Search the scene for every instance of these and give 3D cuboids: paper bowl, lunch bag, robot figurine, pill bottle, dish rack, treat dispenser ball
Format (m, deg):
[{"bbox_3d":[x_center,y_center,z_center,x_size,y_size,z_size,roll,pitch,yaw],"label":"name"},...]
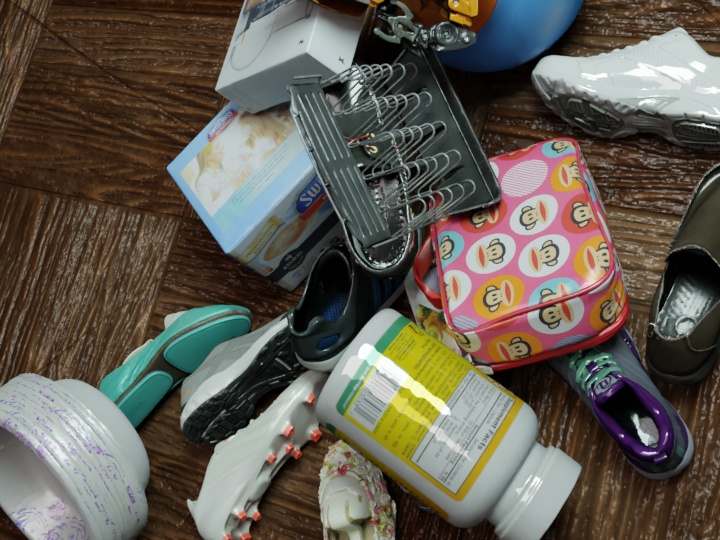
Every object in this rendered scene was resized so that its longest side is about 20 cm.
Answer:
[{"bbox_3d":[-0.290,0.191,0.929,0.198,0.203,0.104,22,43,29],"label":"paper bowl"},{"bbox_3d":[0.129,-0.013,0.806,0.173,0.082,0.202,-19,43,17],"label":"lunch bag"},{"bbox_3d":[0.023,-0.256,0.734,0.196,0.058,0.147,16,103,-12],"label":"robot figurine"},{"bbox_3d":[0.071,0.130,0.745,0.199,0.113,0.114,35,90,11],"label":"pill bottle"},{"bbox_3d":[0.027,-0.100,0.741,0.054,0.199,0.155,-28,87,33],"label":"dish rack"},{"bbox_3d":[0.115,-0.287,0.863,0.197,0.200,0.205,-8,70,23],"label":"treat dispenser ball"}]

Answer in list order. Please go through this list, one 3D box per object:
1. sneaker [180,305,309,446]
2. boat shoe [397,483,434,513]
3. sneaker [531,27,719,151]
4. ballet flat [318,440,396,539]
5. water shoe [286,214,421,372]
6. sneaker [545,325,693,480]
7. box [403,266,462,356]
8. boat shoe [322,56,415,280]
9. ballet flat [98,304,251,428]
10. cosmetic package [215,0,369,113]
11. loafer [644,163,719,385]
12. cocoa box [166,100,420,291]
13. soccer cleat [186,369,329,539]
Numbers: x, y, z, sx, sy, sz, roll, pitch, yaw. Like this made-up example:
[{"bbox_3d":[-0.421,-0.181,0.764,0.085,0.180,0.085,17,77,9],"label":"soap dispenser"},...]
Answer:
[{"bbox_3d":[-0.104,0.084,0.927,0.199,0.074,0.080,-36,42,6],"label":"sneaker"},{"bbox_3d":[0.028,0.124,0.848,0.072,0.072,0.201,-40,62,6],"label":"boat shoe"},{"bbox_3d":[0.255,-0.173,0.841,0.197,0.078,0.101,16,74,20],"label":"sneaker"},{"bbox_3d":[-0.003,0.245,0.831,0.075,0.064,0.203,-21,66,19],"label":"ballet flat"},{"bbox_3d":[0.000,0.000,0.868,0.070,0.080,0.202,13,56,25],"label":"water shoe"},{"bbox_3d":[0.200,0.077,0.772,0.074,0.087,0.201,-41,61,8],"label":"sneaker"},{"bbox_3d":[0.089,0.095,0.847,0.038,0.041,0.203,-25,66,16],"label":"box"},{"bbox_3d":[0.006,-0.093,0.809,0.072,0.063,0.205,-13,86,6],"label":"boat shoe"},{"bbox_3d":[-0.203,0.086,0.979,0.199,0.067,0.071,-40,49,7],"label":"ballet flat"},{"bbox_3d":[-0.048,-0.254,0.841,0.149,0.051,0.204,-5,64,49],"label":"cosmetic package"},{"bbox_3d":[0.285,-0.007,0.758,0.072,0.071,0.203,13,70,28],"label":"loafer"},{"bbox_3d":[-0.066,-0.108,0.933,0.200,0.131,0.134,-44,61,7],"label":"cocoa box"},{"bbox_3d":[-0.101,0.172,0.901,0.077,0.069,0.202,35,94,33],"label":"soccer cleat"}]
